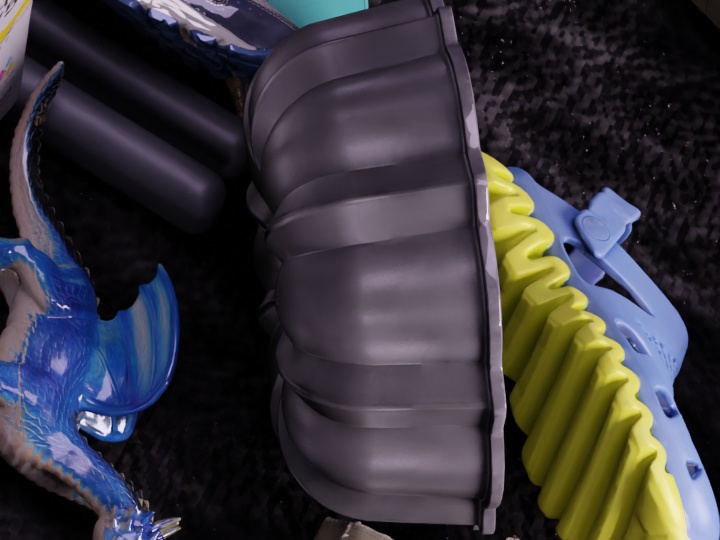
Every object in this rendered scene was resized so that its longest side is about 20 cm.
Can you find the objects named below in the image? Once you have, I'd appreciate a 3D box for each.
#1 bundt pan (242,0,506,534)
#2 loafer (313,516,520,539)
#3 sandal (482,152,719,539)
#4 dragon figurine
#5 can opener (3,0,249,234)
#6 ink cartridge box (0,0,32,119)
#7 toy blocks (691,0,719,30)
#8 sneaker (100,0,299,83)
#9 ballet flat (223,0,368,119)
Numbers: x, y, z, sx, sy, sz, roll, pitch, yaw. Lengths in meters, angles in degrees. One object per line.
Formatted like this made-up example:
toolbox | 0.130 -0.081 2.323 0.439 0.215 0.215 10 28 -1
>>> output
bundt pan | 0.000 0.000 0.932 0.075 0.202 0.203 -6 67 -6
loafer | 0.066 0.131 0.955 0.199 0.075 0.070 12 66 -14
sandal | 0.096 0.031 1.002 0.087 0.080 0.201 -2 54 -31
dragon figurine | -0.102 0.029 0.953 0.099 0.059 0.201 14 62 -13
can opener | -0.130 -0.091 0.994 0.199 0.067 0.053 32 62 6
ink cartridge box | -0.210 -0.083 0.871 0.146 0.200 0.147 38 73 1
toy blocks | 0.197 -0.128 1.056 0.100 0.137 0.200 -29 59 -16
sneaker | -0.093 -0.152 0.996 0.200 0.077 0.085 39 90 17
ballet flat | -0.034 -0.135 1.044 0.070 0.065 0.202 1 94 -41
